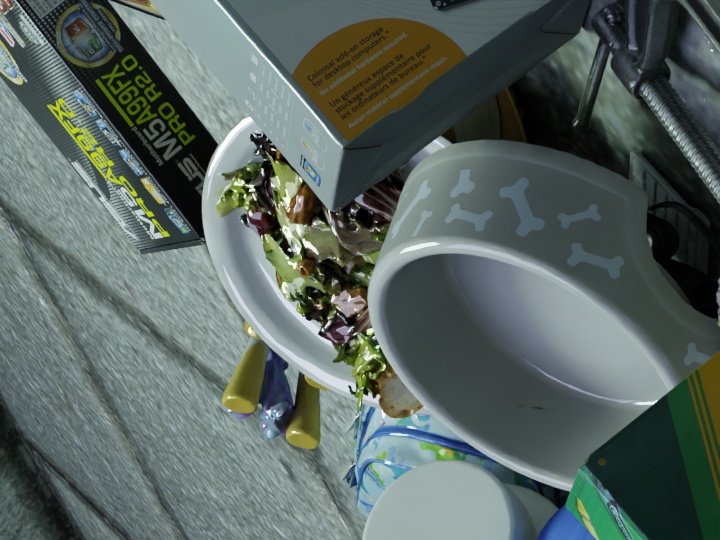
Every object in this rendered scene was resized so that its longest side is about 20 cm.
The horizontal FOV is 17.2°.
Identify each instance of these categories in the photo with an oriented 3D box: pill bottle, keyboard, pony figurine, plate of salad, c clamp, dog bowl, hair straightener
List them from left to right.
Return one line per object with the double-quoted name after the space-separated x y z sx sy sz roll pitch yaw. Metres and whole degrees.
-0.032 -0.001 1.439 0.166 0.200 0.193 12 154 -3 "pony figurine"
0.000 0.000 1.247 0.200 0.048 0.200 17 131 21 "plate of salad"
0.081 0.184 1.335 0.114 0.114 0.200 41 176 37 "pill bottle"
0.092 0.030 1.136 0.200 0.059 0.200 24 146 17 "dog bowl"
0.117 -0.013 1.181 0.200 0.041 0.077 23 148 54 "hair straightener"
0.156 0.012 1.227 0.056 0.011 0.200 45 161 27 "keyboard"
0.155 -0.061 1.017 0.200 0.027 0.171 57 159 36 "c clamp"

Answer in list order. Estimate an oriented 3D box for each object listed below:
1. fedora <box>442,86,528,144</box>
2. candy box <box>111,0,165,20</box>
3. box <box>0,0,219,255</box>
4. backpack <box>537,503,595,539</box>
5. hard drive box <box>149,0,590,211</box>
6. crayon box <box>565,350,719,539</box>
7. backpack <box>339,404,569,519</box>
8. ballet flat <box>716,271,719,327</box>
0.006 -0.103 1.276 0.201 0.082 0.201 47 162 21 "fedora"
-0.079 -0.188 1.272 0.056 0.117 0.200 19 -177 -32 "candy box"
-0.153 -0.101 1.370 0.200 0.044 0.160 53 164 -10 "box"
0.198 0.189 1.224 0.168 0.162 0.200 -10 103 66 "backpack"
-0.014 -0.154 1.099 0.200 0.156 0.077 49 163 14 "hard drive box"
0.191 0.066 0.901 0.119 0.200 0.058 49 164 16 "crayon box"
0.067 0.106 1.447 0.163 0.154 0.200 21 139 9 "backpack"
0.223 0.074 1.065 0.200 0.076 0.064 54 172 6 "ballet flat"
